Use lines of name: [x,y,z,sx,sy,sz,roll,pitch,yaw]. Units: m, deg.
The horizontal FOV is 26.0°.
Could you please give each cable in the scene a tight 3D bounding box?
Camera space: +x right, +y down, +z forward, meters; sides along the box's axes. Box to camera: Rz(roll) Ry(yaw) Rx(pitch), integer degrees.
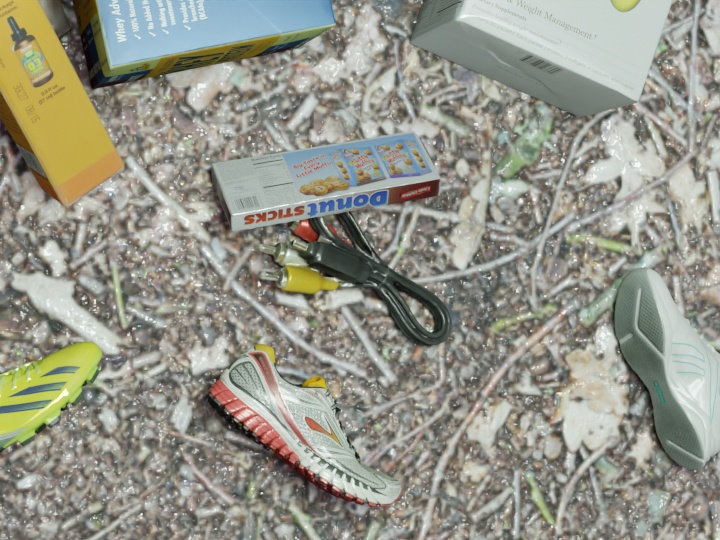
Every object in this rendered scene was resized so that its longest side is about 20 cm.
cable: [0.000,0.000,1.444,0.199,0.050,0.098,27,64,-26]

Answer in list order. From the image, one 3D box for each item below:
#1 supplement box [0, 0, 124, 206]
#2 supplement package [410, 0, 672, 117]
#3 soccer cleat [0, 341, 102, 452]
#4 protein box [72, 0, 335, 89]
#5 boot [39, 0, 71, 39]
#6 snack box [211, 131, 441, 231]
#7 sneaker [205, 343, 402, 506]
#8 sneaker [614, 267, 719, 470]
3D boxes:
supplement box: [-0.276,-0.157,1.305,0.066,0.069,0.202,-34,122,-18]
supplement package: [0.179,-0.276,1.435,0.189,0.147,0.202,21,84,-15]
soccer cleat: [-0.310,0.115,1.327,0.199,0.065,0.084,-38,97,-13]
protein box: [-0.150,-0.280,1.344,0.198,0.135,0.201,-13,93,-16]
boot: [-0.365,-0.211,1.316,0.186,0.064,0.201,44,81,-25]
snack box: [-0.031,-0.082,1.411,0.197,0.072,0.025,-10,135,-16]
sneaker: [-0.039,0.143,1.400,0.199,0.078,0.083,39,78,-12]
sneaker: [0.309,0.087,1.515,0.080,0.070,0.202,-26,99,-30]
